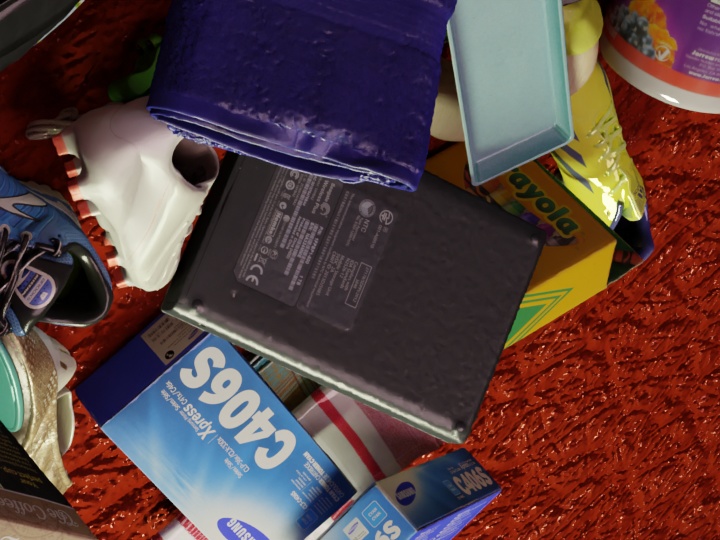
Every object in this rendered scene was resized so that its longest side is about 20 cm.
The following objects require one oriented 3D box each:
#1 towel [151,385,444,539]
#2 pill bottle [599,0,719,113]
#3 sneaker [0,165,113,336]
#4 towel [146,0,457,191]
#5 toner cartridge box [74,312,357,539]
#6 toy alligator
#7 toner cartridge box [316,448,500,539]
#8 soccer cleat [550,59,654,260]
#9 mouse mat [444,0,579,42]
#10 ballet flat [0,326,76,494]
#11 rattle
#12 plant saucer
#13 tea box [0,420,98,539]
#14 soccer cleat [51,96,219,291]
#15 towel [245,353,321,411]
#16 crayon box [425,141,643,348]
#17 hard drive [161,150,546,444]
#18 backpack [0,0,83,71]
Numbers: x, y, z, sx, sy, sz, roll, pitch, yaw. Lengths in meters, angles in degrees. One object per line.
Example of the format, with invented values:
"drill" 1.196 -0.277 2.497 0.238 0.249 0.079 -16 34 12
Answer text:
"towel" -0.039 0.147 1.581 0.200 0.023 0.144 -41 146 -4
"pill bottle" 0.235 -0.211 1.465 0.111 0.111 0.201 -11 132 -42
"sneaker" -0.194 -0.019 1.207 0.079 0.089 0.200 -53 146 8
"towel" -0.021 -0.149 1.180 0.147 0.050 0.201 17 78 -18
"toner cartridge box" -0.088 0.110 1.463 0.095 0.043 0.200 -40 135 -2
"toy alligator" -0.096 -0.111 1.262 0.199 0.059 0.054 -11 88 -32
"toner cartridge box" 0.024 0.178 1.571 0.095 0.043 0.200 -47 168 15
"soccer cleat" 0.162 -0.076 1.548 0.065 0.084 0.200 -39 146 -11
"mouse mat" 0.038 -0.201 1.259 0.199 0.008 0.162 -20 114 -17
"ballet flat" -0.196 0.074 1.331 0.065 0.070 0.200 -39 155 -32
"rattle" 0.059 -0.152 1.409 0.130 0.143 0.200 0 152 -27
"plant saucer" 0.082 -0.122 1.302 0.070 0.019 0.200 -25 147 -7
"tea box" -0.276 0.108 1.151 0.134 0.197 0.200 -52 146 9
"soccer cleat" -0.111 -0.040 1.253 0.077 0.070 0.200 -19 163 -2
"towel" -0.044 0.090 1.549 0.200 0.022 0.147 -41 146 -8
"crayon box" 0.071 -0.014 1.473 0.200 0.127 0.051 -30 148 -26
"hard drive" 0.000 0.000 1.354 0.199 0.033 0.140 26 80 -19
"backpack" -0.212 -0.141 1.032 0.199 0.154 0.163 -23 143 3
